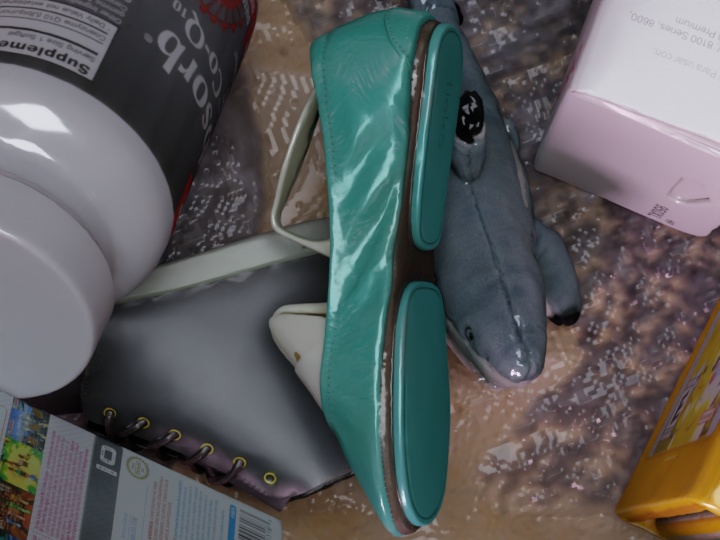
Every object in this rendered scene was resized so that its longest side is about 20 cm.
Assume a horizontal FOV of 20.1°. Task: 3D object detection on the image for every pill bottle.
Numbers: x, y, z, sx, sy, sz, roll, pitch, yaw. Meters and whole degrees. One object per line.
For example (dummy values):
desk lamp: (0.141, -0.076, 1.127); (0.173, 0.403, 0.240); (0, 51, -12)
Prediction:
pill bottle: (-0.116, -0.056, 0.768); (0.115, 0.116, 0.200); (16, 47, 1)

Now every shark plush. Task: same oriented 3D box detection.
shark plush: (0.050, -0.050, 0.830); (0.090, 0.083, 0.201); (2, 82, -1)

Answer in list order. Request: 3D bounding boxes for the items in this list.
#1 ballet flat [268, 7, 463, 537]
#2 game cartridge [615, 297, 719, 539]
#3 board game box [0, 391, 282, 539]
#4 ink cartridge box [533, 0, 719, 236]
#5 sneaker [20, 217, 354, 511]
ballet flat: (0.000, 0.000, 0.782); (0.070, 0.067, 0.201); (1, 86, 21)
game cartridge: (0.163, 0.008, 0.777); (0.032, 0.176, 0.201); (25, 81, 2)
board game box: (-0.127, 0.108, 0.678); (0.200, 0.148, 0.064); (28, 115, -16)
ink cartridge box: (0.146, -0.129, 0.813); (0.084, 0.145, 0.201); (21, 81, 3)
sneaker: (-0.083, 0.058, 0.815); (0.199, 0.075, 0.107); (-19, 83, -5)
